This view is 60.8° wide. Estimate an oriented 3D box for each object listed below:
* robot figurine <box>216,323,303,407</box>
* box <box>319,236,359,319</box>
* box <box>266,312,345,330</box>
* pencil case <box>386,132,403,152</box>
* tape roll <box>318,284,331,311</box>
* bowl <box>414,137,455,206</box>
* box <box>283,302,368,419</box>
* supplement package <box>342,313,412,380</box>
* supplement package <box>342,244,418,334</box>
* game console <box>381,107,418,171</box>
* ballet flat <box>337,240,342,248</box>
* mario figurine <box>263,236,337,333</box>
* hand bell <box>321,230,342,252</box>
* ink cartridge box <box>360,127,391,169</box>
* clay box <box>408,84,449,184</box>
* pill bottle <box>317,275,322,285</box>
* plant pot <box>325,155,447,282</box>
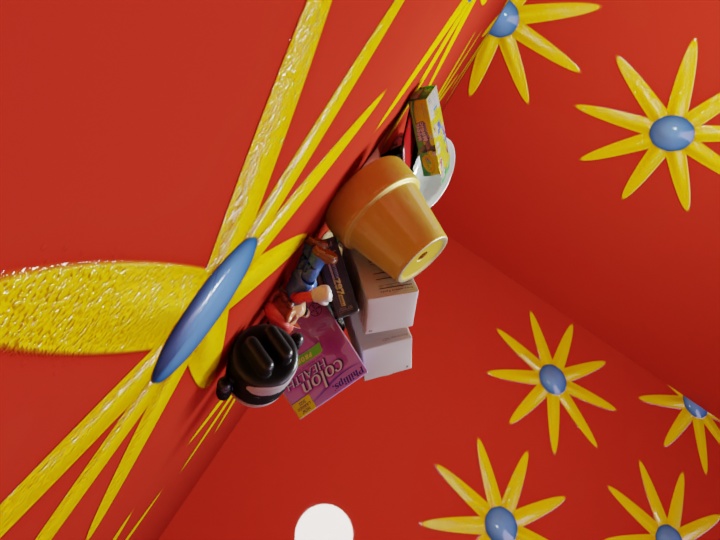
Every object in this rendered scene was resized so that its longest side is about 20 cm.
[{"bbox_3d":[-0.183,0.173,1.123,0.200,0.149,0.126,121,-27,-57],"label":"robot figurine"},{"bbox_3d":[-0.054,0.021,1.292,0.051,0.159,0.200,-18,175,-6],"label":"box"},{"bbox_3d":[-0.126,0.132,1.502,0.087,0.163,0.200,-56,180,3],"label":"box"},{"bbox_3d":[0.085,-0.266,1.632,0.201,0.086,0.083,-56,-158,-5],"label":"pencil case"},{"bbox_3d":[-0.069,0.081,1.715,0.066,0.199,0.200,-57,179,1],"label":"tape roll"},{"bbox_3d":[0.147,-0.257,1.564,0.200,0.090,0.202,-34,141,-33],"label":"bowl"},{"bbox_3d":[-0.112,0.186,1.324,0.175,0.201,0.097,-32,175,-11],"label":"box"},{"bbox_3d":[0.034,0.133,1.437,0.120,0.120,0.201,87,-14,-46],"label":"supplement package"},{"bbox_3d":[0.036,0.018,1.302,0.114,0.108,0.201,95,-19,-46],"label":"supplement package"},{"bbox_3d":[0.070,-0.266,1.401,0.171,0.119,0.201,-21,-143,32],"label":"game console"},{"bbox_3d":[-0.055,-0.049,1.569,0.200,0.067,0.068,-51,-160,32],"label":"ballet flat"},{"bbox_3d":[-0.106,0.040,1.179,0.201,0.105,0.124,-59,-179,16],"label":"mario figurine"},{"bbox_3d":[-0.012,0.001,1.432,0.105,0.199,0.104,-58,171,-15],"label":"hand bell"},{"bbox_3d":[0.019,-0.201,1.372,0.200,0.057,0.163,-52,177,-24],"label":"ink cartridge box"},{"bbox_3d":[0.160,-0.306,1.399,0.115,0.047,0.202,-60,141,-54],"label":"clay box"},{"bbox_3d":[0.000,0.000,1.520,0.199,0.109,0.109,-34,-176,12],"label":"pill bottle"},{"bbox_3d":[0.064,-0.088,1.206,0.200,0.189,0.201,-37,162,-14],"label":"plant pot"}]
